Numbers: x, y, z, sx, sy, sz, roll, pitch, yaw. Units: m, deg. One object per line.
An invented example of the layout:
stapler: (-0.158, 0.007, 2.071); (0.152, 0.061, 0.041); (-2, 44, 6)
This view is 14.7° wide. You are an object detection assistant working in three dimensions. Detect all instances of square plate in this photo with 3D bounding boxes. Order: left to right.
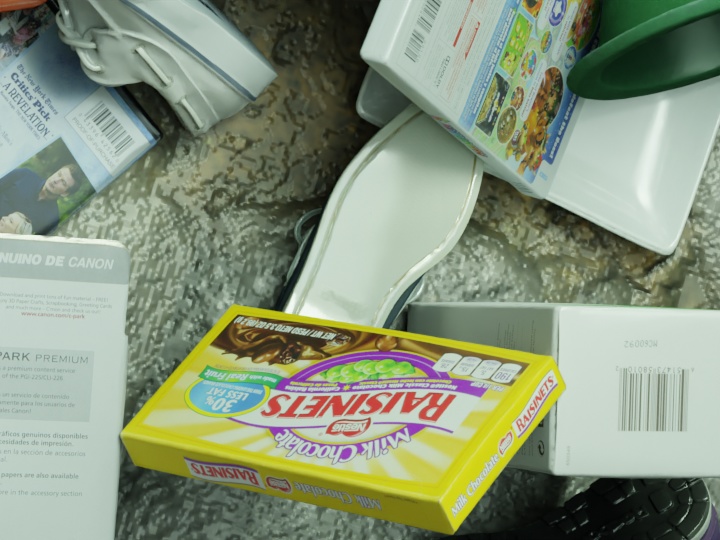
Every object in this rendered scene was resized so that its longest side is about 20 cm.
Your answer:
square plate: (0.114, -0.136, 1.504); (0.197, 0.028, 0.201); (23, 82, -16)

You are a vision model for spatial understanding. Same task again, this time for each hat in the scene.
hat: (0.162, -0.198, 1.447); (0.165, 0.200, 0.177); (-21, 80, 18)

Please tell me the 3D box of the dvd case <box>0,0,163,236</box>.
dvd case: (-0.217, -0.059, 1.402); (0.200, 0.018, 0.143); (-42, 101, -13)

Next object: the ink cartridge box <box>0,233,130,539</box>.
ink cartridge box: (-0.219, 0.064, 1.349); (0.199, 0.084, 0.177); (4, 94, -23)

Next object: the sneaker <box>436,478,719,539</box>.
sneaker: (0.099, 0.176, 1.471); (0.199, 0.088, 0.076); (-22, 52, 4)

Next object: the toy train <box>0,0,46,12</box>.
toy train: (-0.157, -0.213, 1.371); (0.149, 0.056, 0.201); (-5, 96, -24)

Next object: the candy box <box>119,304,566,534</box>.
candy box: (-0.011, 0.067, 1.320); (0.102, 0.199, 0.026); (-51, 132, -33)

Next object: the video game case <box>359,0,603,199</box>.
video game case: (0.074, -0.134, 1.400); (0.200, 0.018, 0.144); (34, 75, -58)

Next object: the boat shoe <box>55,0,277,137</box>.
boat shoe: (-0.113, -0.119, 1.365); (0.065, 0.074, 0.200); (-44, 141, 6)

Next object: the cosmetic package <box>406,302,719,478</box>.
cosmetic package: (0.103, 0.059, 1.407); (0.107, 0.200, 0.085); (2, 90, -21)

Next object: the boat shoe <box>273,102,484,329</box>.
boat shoe: (0.000, 0.000, 1.447); (0.075, 0.062, 0.201); (25, 84, -13)
